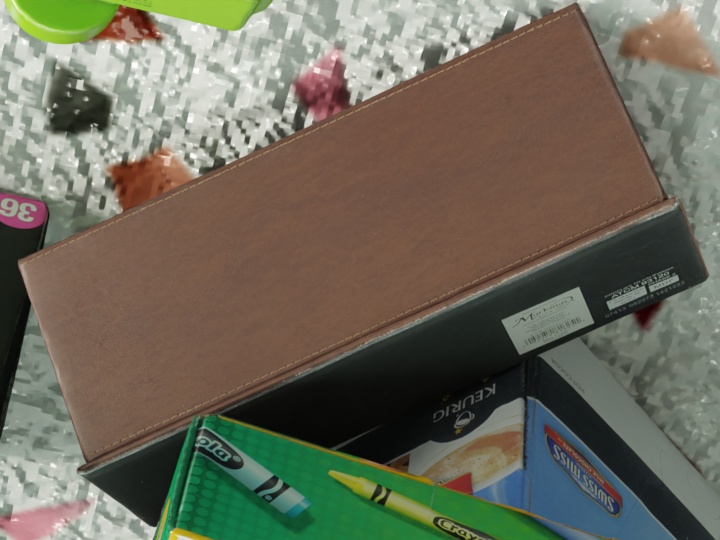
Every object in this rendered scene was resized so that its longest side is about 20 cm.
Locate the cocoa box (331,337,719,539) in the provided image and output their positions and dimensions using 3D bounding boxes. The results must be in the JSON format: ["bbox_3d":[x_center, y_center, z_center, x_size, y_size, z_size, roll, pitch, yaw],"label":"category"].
[{"bbox_3d":[0.063,0.136,0.890,0.133,0.131,0.200,-29,120,26],"label":"cocoa box"}]

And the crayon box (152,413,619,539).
[{"bbox_3d":[0.027,0.130,0.769,0.200,0.058,0.119,18,124,-5],"label":"crayon box"}]

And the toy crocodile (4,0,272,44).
[{"bbox_3d":[-0.118,-0.111,0.764,0.200,0.062,0.068,12,168,-5],"label":"toy crocodile"}]

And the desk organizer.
[{"bbox_3d":[0.000,0.000,0.822,0.200,0.077,0.072,-24,157,6],"label":"desk organizer"}]

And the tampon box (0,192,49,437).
[{"bbox_3d":[-0.196,0.068,0.822,0.150,0.200,0.126,13,129,-5],"label":"tampon box"}]
